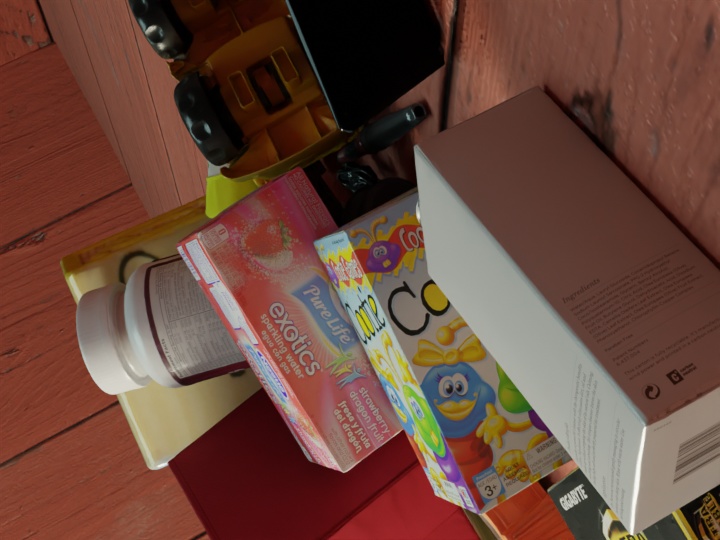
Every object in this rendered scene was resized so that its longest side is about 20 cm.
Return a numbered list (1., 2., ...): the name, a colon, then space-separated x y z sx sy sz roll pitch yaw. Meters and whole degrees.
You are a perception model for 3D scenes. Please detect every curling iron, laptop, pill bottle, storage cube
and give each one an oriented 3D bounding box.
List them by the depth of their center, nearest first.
1. laptop: -0.029 -0.188 0.754 0.179 0.102 0.200 67 167 -16
2. curling iron: 0.018 -0.094 0.940 0.049 0.026 0.200 36 163 -4
3. storage cube: -0.023 0.203 1.048 0.200 0.179 0.172 45 170 47
4. pill bottle: -0.131 0.036 1.054 0.110 0.197 0.111 -16 -90 -79

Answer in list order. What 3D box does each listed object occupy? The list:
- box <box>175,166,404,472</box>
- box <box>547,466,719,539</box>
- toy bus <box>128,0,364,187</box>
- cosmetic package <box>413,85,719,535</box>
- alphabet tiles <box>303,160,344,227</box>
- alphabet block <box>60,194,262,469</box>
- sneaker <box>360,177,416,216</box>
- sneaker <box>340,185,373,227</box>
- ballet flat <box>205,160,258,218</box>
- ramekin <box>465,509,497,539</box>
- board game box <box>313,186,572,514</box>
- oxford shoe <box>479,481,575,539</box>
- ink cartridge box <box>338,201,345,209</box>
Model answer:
1. box: -0.041 0.037 0.922 0.202 0.094 0.102 58 164 -6
2. box: 0.187 0.172 0.728 0.161 0.049 0.200 59 167 14
3. toy bus: -0.078 -0.169 0.991 0.202 0.134 0.192 62 -176 7
4. cosmetic package: 0.111 0.015 0.630 0.201 0.084 0.108 56 165 35
5. alphabet tiles: -0.069 -0.108 1.120 0.201 0.008 0.167 56 -165 -2
6. alphabet block: -0.169 0.049 1.228 0.203 0.193 0.196 69 166 -10
7. sneaker: 0.046 0.026 0.956 0.202 0.073 0.087 66 169 -10
8. sneaker: 0.000 0.000 1.030 0.091 0.066 0.202 53 159 41
9. ballet flat: -0.105 -0.096 1.105 0.200 0.066 0.068 -68 -42 -71
10. ramekin: 0.059 0.294 1.186 0.200 0.198 0.099 96 152 -68
11. board game box: 0.064 0.044 0.843 0.202 0.104 0.103 63 167 -4
12. oxford shoe: 0.108 0.172 1.008 0.201 0.071 0.073 58 171 20
13. ink cartridge box: -0.034 0.029 1.268 0.146 0.084 0.200 63 168 4
